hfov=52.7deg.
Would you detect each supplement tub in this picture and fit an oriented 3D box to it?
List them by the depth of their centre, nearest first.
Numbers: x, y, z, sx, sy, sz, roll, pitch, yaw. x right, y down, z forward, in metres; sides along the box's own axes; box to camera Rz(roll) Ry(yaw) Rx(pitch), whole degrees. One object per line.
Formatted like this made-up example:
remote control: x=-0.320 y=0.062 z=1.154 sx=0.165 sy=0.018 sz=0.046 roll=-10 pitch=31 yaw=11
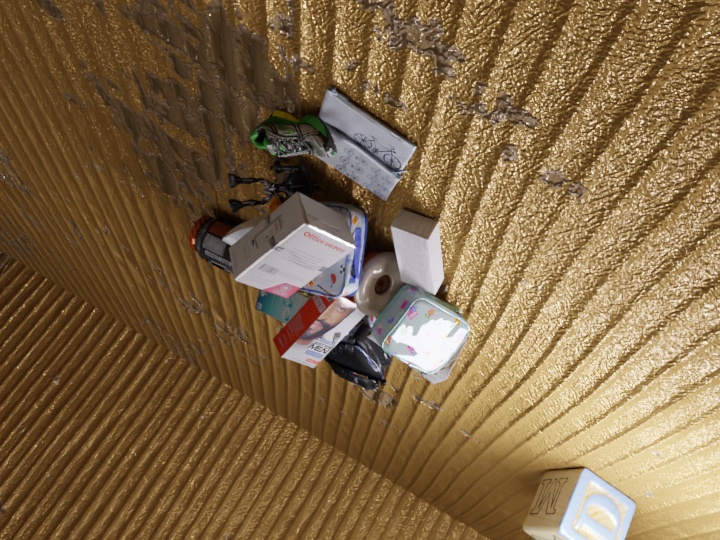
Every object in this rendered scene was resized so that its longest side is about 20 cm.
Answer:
supplement tub: x=-0.327 y=-0.058 z=1.842 sx=0.199 sy=0.123 sz=0.123 roll=25 pitch=154 yaw=17

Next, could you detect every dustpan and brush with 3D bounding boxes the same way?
dustpan and brush: x=-0.162 y=-0.076 z=1.451 sx=0.200 sy=0.057 sz=0.139 roll=-40 pitch=131 yaw=21

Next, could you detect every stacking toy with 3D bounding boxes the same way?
stacking toy: x=0.000 y=0.000 z=1.600 sx=0.200 sy=0.146 sz=0.146 roll=33 pitch=163 yaw=48

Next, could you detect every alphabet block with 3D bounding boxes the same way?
alphabet block: x=0.605 y=0.685 z=2.021 sx=0.195 sy=0.197 sz=0.200 roll=37 pitch=155 yaw=-6

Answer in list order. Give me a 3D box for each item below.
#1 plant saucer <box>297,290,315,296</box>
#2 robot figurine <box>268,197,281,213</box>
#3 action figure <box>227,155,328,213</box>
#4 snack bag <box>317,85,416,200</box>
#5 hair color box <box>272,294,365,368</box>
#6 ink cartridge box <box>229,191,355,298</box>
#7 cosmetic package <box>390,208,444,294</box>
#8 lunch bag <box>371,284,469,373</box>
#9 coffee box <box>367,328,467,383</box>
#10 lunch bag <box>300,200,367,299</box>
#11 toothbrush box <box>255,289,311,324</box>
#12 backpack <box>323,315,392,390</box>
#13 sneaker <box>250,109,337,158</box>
plant saucer: x=-0.100 y=0.028 z=1.720 sx=0.199 sy=0.049 sz=0.200 roll=12 pitch=-177 yaw=-38
robot figurine: x=-0.138 y=-0.064 z=1.603 sx=0.200 sy=0.145 sz=0.058 roll=37 pitch=167 yaw=8
action figure: x=-0.162 y=-0.169 z=1.460 sx=0.199 sy=0.119 sz=0.102 roll=-4 pitch=-167 yaw=1
snack bag: x=-0.002 y=-0.218 z=1.288 sx=0.188 sy=0.021 sz=0.200 roll=34 pitch=155 yaw=-2
hair color box: x=-0.087 y=0.120 z=1.619 sx=0.111 sy=0.200 sz=0.064 roll=27 pitch=-158 yaw=-44
ink cartridge box: x=-0.131 y=-0.044 z=1.398 sx=0.200 sy=0.083 sz=0.146 roll=-35 pitch=143 yaw=26
cosmetic package: x=0.117 y=-0.035 z=1.447 sx=0.082 sy=0.051 sz=0.200 roll=24 pitch=154 yaw=23
lunch bag: x=0.134 y=0.125 z=1.571 sx=0.200 sy=0.161 sz=0.077 roll=30 pitch=-171 yaw=-37
coffee box: x=0.133 y=0.160 z=1.711 sx=0.200 sy=0.115 sz=0.080 roll=35 pitch=156 yaw=-6
lunch bag: x=-0.061 y=-0.040 z=1.489 sx=0.160 sy=0.201 sz=0.075 roll=10 pitch=-171 yaw=33
toothbrush box: x=-0.135 y=0.087 z=1.782 sx=0.200 sy=0.086 sz=0.146 roll=19 pitch=-172 yaw=39
backpack: x=-0.024 y=0.194 z=1.916 sx=0.190 sy=0.154 sz=0.200 roll=1 pitch=135 yaw=36
sneaker: x=-0.118 y=-0.227 z=1.293 sx=0.200 sy=0.085 sz=0.078 roll=19 pitch=144 yaw=45
